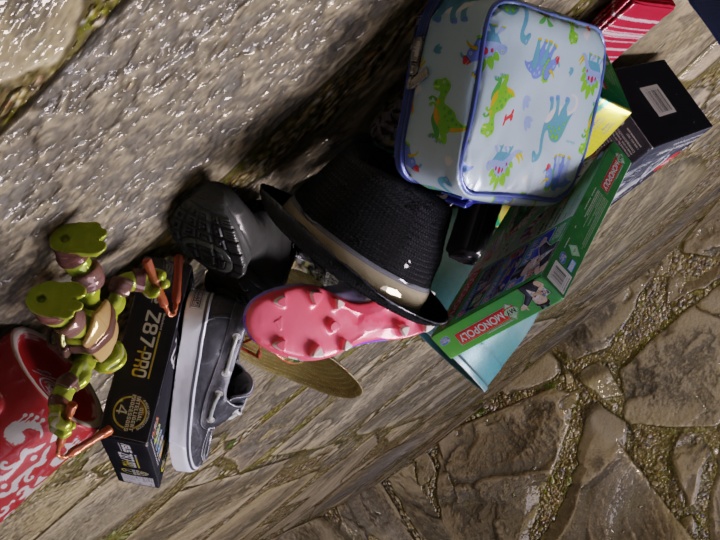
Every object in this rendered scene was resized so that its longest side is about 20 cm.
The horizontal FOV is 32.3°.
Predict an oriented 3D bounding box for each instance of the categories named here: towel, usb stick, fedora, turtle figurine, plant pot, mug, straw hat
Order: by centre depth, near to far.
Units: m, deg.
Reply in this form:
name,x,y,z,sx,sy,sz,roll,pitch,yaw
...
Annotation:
name,x,y,z,sx,sy,sz,roll,pitch,yaw
turtle figurine,-0.205,0.032,0.959,0.201,0.064,0.162,-60,162,-28
mug,-0.320,0.155,1.005,0.200,0.134,0.178,-40,-172,6
fedora,0.016,-0.041,1.011,0.092,0.200,0.200,-53,162,10
usb stick,0.126,-0.102,1.165,0.055,0.032,0.202,-176,-76,-73
straw hat,-0.071,0.046,1.254,0.201,0.200,0.086,101,15,-71
towel,0.225,-0.216,1.274,0.200,0.023,0.144,-40,167,29
plant pot,0.139,0.009,1.493,0.188,0.200,0.200,-46,166,-2

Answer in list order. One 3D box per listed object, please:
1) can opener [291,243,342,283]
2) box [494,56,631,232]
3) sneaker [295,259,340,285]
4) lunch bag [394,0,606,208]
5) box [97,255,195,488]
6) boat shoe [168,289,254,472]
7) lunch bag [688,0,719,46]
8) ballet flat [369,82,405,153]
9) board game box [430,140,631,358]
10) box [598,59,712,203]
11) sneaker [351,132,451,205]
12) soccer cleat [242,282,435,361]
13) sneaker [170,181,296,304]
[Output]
name,x,y,z,sx,sy,sz,roll,pitch,yaw
can opener,0.000,0.000,1.182,0.079,0.063,0.200,-52,132,-15
box,0.164,-0.127,1.196,0.048,0.118,0.200,18,130,-28
sneaker,-0.017,0.007,1.313,0.077,0.089,0.200,-35,166,6
lunch bag,0.112,-0.131,0.989,0.199,0.082,0.162,-1,104,-53
box,-0.187,0.097,1.118,0.049,0.162,0.200,10,159,-2
boat shoe,-0.129,0.106,1.108,0.072,0.067,0.201,-80,-179,-57
lunch bag,0.365,-0.267,1.057,0.135,0.201,0.133,-20,158,-29
ballet flat,0.088,-0.163,1.072,0.199,0.072,0.072,-25,163,-32
board game box,0.148,-0.020,1.062,0.134,0.029,0.200,-35,-166,45
box,0.277,-0.140,1.434,0.182,0.105,0.199,-40,168,35
sneaker,0.031,-0.092,1.147,0.128,0.080,0.199,-3,-173,-13
soccer cleat,-0.023,0.037,1.097,0.199,0.067,0.076,-6,-169,-34
sneaker,-0.101,-0.031,1.059,0.091,0.076,0.200,-58,164,-18
